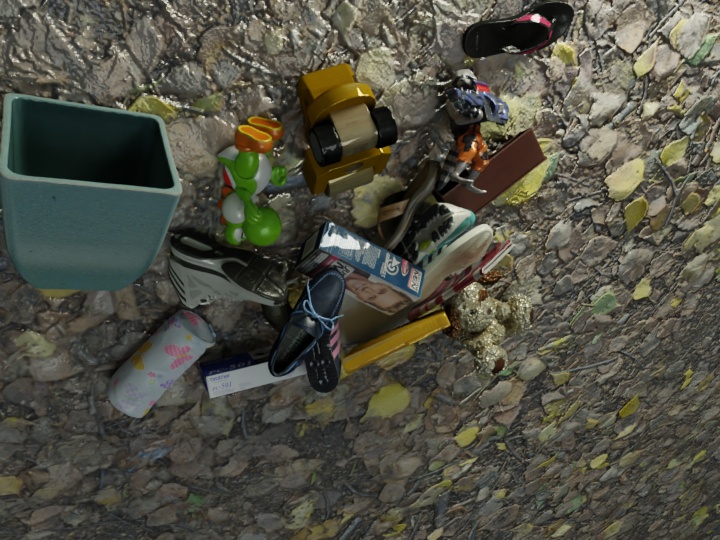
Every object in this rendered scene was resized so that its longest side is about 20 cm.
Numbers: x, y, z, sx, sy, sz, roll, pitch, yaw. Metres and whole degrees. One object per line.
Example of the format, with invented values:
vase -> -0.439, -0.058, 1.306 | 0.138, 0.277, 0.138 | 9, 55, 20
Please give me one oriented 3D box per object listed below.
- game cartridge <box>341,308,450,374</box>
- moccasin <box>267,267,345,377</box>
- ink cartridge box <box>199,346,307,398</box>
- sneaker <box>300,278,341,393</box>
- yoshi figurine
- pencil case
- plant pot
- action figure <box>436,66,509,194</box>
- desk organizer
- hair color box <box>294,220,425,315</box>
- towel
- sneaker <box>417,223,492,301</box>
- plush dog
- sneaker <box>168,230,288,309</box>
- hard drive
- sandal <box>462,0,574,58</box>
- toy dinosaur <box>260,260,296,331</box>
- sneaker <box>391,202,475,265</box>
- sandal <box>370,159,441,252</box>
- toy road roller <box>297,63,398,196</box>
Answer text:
game cartridge -> 0.069, 0.126, 1.194 | 0.200, 0.176, 0.033 | -24, 88, 6
moccasin -> -0.081, 0.092, 1.051 | 0.080, 0.068, 0.200 | 27, 97, -6
ink cartridge box -> -0.185, 0.176, 1.179 | 0.199, 0.094, 0.044 | -12, 101, -20
sneaker -> -0.069, 0.106, 1.131 | 0.070, 0.082, 0.201 | 0, 101, 3
yoshi figurine -> -0.151, -0.119, 0.982 | 0.112, 0.112, 0.200 | -6, 129, -32
pencil case -> -0.337, 0.159, 1.101 | 0.200, 0.083, 0.091 | -46, 129, 9
plant pot -> -0.363, -0.084, 0.850 | 0.196, 0.196, 0.200 | 3, 129, -29
action figure -> 0.158, -0.230, 1.034 | 0.200, 0.104, 0.194 | 4, 85, -54
desk organizer -> 0.222, -0.177, 1.153 | 0.200, 0.072, 0.077 | -38, 129, 2
hair color box -> 0.000, 0.000, 1.109 | 0.200, 0.061, 0.100 | 26, 148, -20
towel -> 0.184, 0.018, 1.200 | 0.200, 0.023, 0.144 | -38, 179, 43
sneaker -> 0.148, -0.033, 1.204 | 0.200, 0.085, 0.075 | -37, 138, 9
plush dog -> 0.236, 0.093, 1.330 | 0.200, 0.160, 0.172 | -50, 123, -24
sneaker -> -0.216, 0.023, 1.038 | 0.200, 0.076, 0.116 | 26, 129, 3
hard drive -> 0.025, 0.085, 1.272 | 0.199, 0.026, 0.132 | 2, 122, -27
sandal -> 0.260, -0.378, 1.042 | 0.200, 0.045, 0.075 | -19, 129, -14
toy dinosaur -> -0.144, 0.065, 1.119 | 0.077, 0.102, 0.200 | -19, 128, -13
sneaker -> 0.121, -0.052, 1.143 | 0.079, 0.078, 0.200 | -3, 161, -39
sandal -> 0.066, -0.110, 1.119 | 0.054, 0.082, 0.200 | 28, 111, -19
toy road roller -> -0.033, -0.215, 0.983 | 0.123, 0.146, 0.200 | -20, 167, -13
